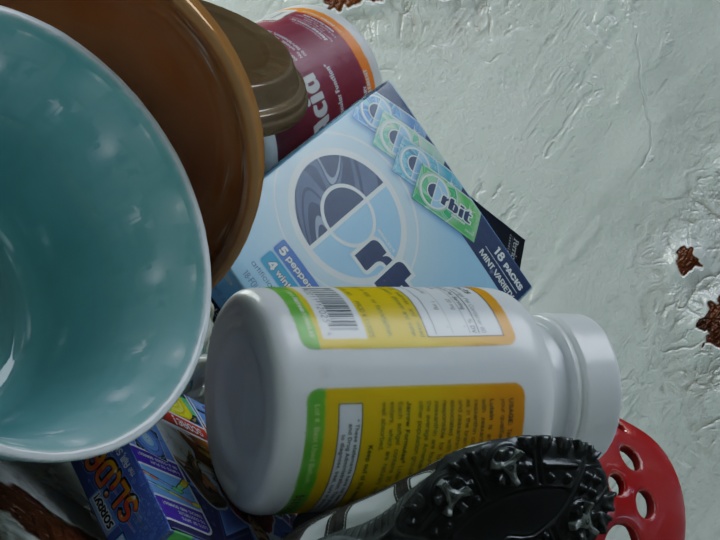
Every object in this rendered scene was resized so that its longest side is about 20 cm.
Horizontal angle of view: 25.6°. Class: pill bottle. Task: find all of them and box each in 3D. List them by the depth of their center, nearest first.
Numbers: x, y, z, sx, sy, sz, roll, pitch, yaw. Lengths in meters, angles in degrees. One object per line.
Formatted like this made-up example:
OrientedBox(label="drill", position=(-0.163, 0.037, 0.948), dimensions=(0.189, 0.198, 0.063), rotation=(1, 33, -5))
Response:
OrientedBox(label="pill bottle", position=(0.029, 0.064, 0.814), dimensions=(0.198, 0.112, 0.111), rotation=(0, 17, -25))
OrientedBox(label="pill bottle", position=(-0.080, -0.102, 1.076), dimensions=(0.114, 0.115, 0.200), rotation=(35, 38, 15))

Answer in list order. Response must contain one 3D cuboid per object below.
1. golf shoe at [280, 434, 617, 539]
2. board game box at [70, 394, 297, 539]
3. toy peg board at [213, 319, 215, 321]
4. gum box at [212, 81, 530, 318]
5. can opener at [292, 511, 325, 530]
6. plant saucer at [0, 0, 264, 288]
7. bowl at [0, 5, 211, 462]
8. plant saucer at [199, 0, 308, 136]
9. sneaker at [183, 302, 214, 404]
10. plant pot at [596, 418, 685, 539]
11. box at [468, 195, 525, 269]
OrientedBox(label="golf shoe", position=(0.022, 0.126, 0.746), dimensions=(0.094, 0.199, 0.078), rotation=(3, -69, 71))
OrientedBox(label="board game box", position=(-0.073, 0.124, 0.833), dimensions=(0.200, 0.034, 0.136), rotation=(36, 14, -48))
OrientedBox(label="toy peg board", position=(-0.171, -0.007, 1.150), dimensions=(0.199, 0.200, 0.098), rotation=(36, 22, 10))
OrientedBox(label="gum box", position=(0.000, 0.000, 0.998), dimensions=(0.044, 0.200, 0.170), rotation=(-28, -80, 48))
OrientedBox(label="can opener", position=(0.030, 0.120, 0.895), dimensions=(0.053, 0.067, 0.200), rotation=(40, 32, 13))
OrientedBox(label="plant saucer", position=(-0.138, -0.067, 0.757), dimensions=(0.200, 0.201, 0.038), rotation=(35, 29, -4))
OrientedBox(label="bowl", position=(-0.173, -0.002, 0.679), dimensions=(0.200, 0.202, 0.105), rotation=(35, -44, -29))
OrientedBox(label="plant saucer", position=(-0.126, -0.132, 0.952), dimensions=(0.198, 0.030, 0.200), rotation=(13, 25, -6))
OrientedBox(label="sneaker", position=(-0.112, 0.052, 0.896), dimensions=(0.200, 0.080, 0.071), rotation=(50, 26, -67))
OrientedBox(label="plant pot", position=(0.115, 0.184, 1.193), dimensions=(0.182, 0.201, 0.200), rotation=(26, 6, -36))
OrientedBox(label="box", position=(0.032, 0.032, 1.114), dimensions=(0.079, 0.201, 0.141), rotation=(-23, -49, 41))
